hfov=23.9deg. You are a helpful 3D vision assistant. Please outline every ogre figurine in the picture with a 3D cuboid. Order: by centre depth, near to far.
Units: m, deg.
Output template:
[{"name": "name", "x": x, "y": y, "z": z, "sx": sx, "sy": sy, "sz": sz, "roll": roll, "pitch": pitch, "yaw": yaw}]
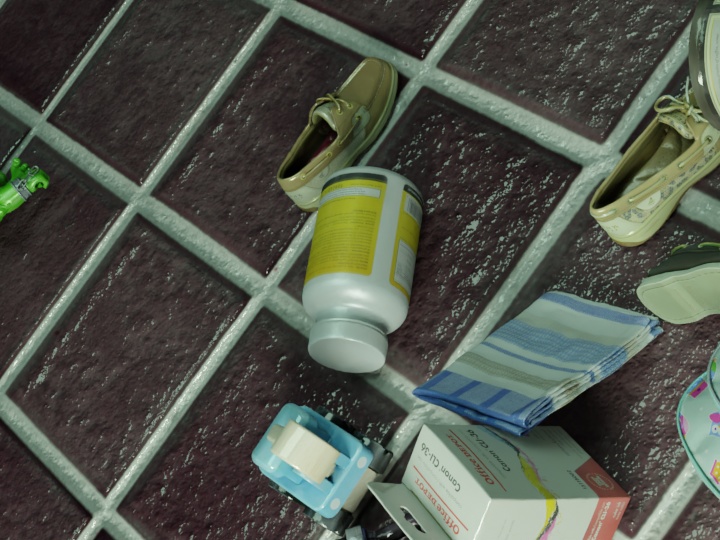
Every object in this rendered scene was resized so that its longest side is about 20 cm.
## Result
[{"name": "ogre figurine", "x": -0.512, "y": -0.093, "z": 2.303, "sx": 0.200, "sy": 0.098, "sz": 0.120, "roll": 17, "pitch": 56, "yaw": 30}]

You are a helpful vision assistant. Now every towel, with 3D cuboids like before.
[{"name": "towel", "x": 0.164, "y": 0.080, "z": 1.572, "sx": 0.200, "sy": 0.024, "sz": 0.147, "roll": -32, "pitch": 31, "yaw": -32}]

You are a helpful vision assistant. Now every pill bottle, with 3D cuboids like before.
[{"name": "pill bottle", "x": 0.000, "y": 0.000, "z": 1.778, "sx": 0.112, "sy": 0.112, "sz": 0.200, "roll": -12, "pitch": 55, "yaw": 35}]

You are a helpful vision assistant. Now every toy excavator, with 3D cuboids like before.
[{"name": "toy excavator", "x": -0.055, "y": 0.178, "z": 1.639, "sx": 0.194, "sy": 0.200, "sz": 0.100, "roll": 28, "pitch": 83, "yaw": 47}]

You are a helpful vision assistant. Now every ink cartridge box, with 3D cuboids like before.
[{"name": "ink cartridge box", "x": 0.119, "y": 0.191, "z": 1.477, "sx": 0.116, "sy": 0.200, "sz": 0.068, "roll": 45, "pitch": 123, "yaw": 47}]

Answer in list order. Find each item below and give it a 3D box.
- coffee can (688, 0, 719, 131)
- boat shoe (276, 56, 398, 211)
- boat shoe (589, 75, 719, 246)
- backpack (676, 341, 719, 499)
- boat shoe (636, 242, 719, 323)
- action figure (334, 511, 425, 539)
[{"name": "coffee can", "x": 0.418, "y": -0.197, "z": 1.526, "sx": 0.200, "sy": 0.146, "sz": 0.147, "roll": 4, "pitch": 65, "yaw": 42}, {"name": "boat shoe", "x": -0.026, "y": -0.165, "z": 1.946, "sx": 0.074, "sy": 0.066, "sz": 0.200, "roll": 18, "pitch": 75, "yaw": 46}, {"name": "boat shoe", "x": 0.298, "y": -0.116, "z": 1.635, "sx": 0.200, "sy": 0.063, "sz": 0.073, "roll": -55, "pitch": 42, "yaw": -4}, {"name": "backpack", "x": 0.358, "y": 0.118, "z": 1.364, "sx": 0.200, "sy": 0.153, "sz": 0.176, "roll": -43, "pitch": 47, "yaw": 12}, {"name": "boat shoe", "x": 0.324, "y": 0.003, "z": 1.496, "sx": 0.061, "sy": 0.072, "sz": 0.201, "roll": -51, "pitch": 20, "yaw": -21}, {"name": "action figure", "x": 0.064, "y": 0.242, "z": 1.595, "sx": 0.200, "sy": 0.069, "sz": 0.130, "roll": -26, "pitch": 40, "yaw": 10}]
